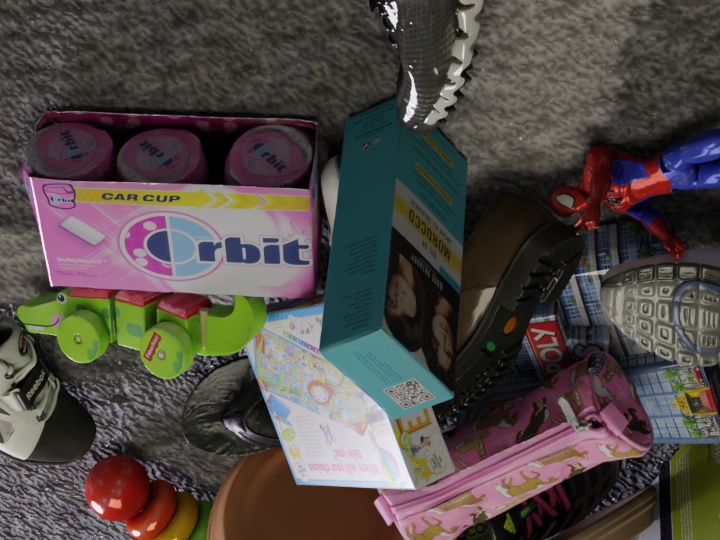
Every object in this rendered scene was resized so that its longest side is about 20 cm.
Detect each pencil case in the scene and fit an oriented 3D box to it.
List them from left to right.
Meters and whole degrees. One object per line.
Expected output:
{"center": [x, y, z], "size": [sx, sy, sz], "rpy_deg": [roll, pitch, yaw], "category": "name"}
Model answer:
{"center": [0.107, 0.131, 1.450], "size": [0.199, 0.083, 0.086], "rpy_deg": [-28, 135, 24], "category": "pencil case"}

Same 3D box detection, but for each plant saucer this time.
{"center": [-0.025, 0.187, 1.550], "size": [0.199, 0.201, 0.038], "rpy_deg": [-7, 145, 15], "category": "plant saucer"}
{"center": [0.151, 0.230, 1.614], "size": [0.199, 0.030, 0.200], "rpy_deg": [-29, 172, -4], "category": "plant saucer"}

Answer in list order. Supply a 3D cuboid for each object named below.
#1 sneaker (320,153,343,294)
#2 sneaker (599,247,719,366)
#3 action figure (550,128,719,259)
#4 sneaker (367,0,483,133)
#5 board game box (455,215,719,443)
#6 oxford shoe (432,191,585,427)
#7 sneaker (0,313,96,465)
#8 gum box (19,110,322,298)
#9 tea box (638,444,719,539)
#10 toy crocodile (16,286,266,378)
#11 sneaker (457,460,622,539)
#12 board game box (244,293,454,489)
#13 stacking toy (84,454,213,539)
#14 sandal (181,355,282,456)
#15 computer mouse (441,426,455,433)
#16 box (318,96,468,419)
{"center": [0.000, 0.000, 1.428], "size": [0.072, 0.072, 0.200], "rpy_deg": [-11, 136, 9], "category": "sneaker"}
{"center": [0.254, 0.015, 1.385], "size": [0.199, 0.087, 0.075], "rpy_deg": [2, 114, -12], "category": "sneaker"}
{"center": [0.214, -0.052, 1.328], "size": [0.199, 0.099, 0.065], "rpy_deg": [-14, 132, 25], "category": "action figure"}
{"center": [0.034, -0.169, 1.235], "size": [0.090, 0.067, 0.201], "rpy_deg": [12, 136, -4], "category": "sneaker"}
{"center": [0.150, 0.060, 1.490], "size": [0.199, 0.062, 0.200], "rpy_deg": [-10, 137, 17], "category": "board game box"}
{"center": [0.071, 0.032, 1.413], "size": [0.073, 0.084, 0.200], "rpy_deg": [1, 128, -57], "category": "oxford shoe"}
{"center": [-0.270, 0.082, 1.552], "size": [0.200, 0.074, 0.088], "rpy_deg": [34, 134, -30], "category": "sneaker"}
{"center": [-0.128, -0.045, 1.393], "size": [0.199, 0.066, 0.114], "rpy_deg": [2, 141, 3], "category": "gum box"}
{"center": [0.344, 0.207, 1.586], "size": [0.199, 0.134, 0.197], "rpy_deg": [15, 140, -12], "category": "tea box"}
{"center": [-0.159, 0.033, 1.472], "size": [0.199, 0.067, 0.062], "rpy_deg": [8, 111, 30], "category": "toy crocodile"}
{"center": [0.118, 0.188, 1.579], "size": [0.199, 0.087, 0.074], "rpy_deg": [-27, 93, -1], "category": "sneaker"}
{"center": [-0.015, 0.084, 1.429], "size": [0.034, 0.135, 0.200], "rpy_deg": [-22, -175, -25], "category": "board game box"}
{"center": [-0.144, 0.218, 1.701], "size": [0.200, 0.086, 0.085], "rpy_deg": [38, 130, -26], "category": "stacking toy"}
{"center": [-0.044, 0.097, 1.545], "size": [0.199, 0.048, 0.076], "rpy_deg": [-11, 98, 10], "category": "sandal"}
{"center": [0.040, 0.171, 1.632], "size": [0.200, 0.044, 0.110], "rpy_deg": [-38, 166, 29], "category": "computer mouse"}
{"center": [0.024, -0.012, 1.312], "size": [0.049, 0.201, 0.082], "rpy_deg": [-22, 133, 29], "category": "box"}
